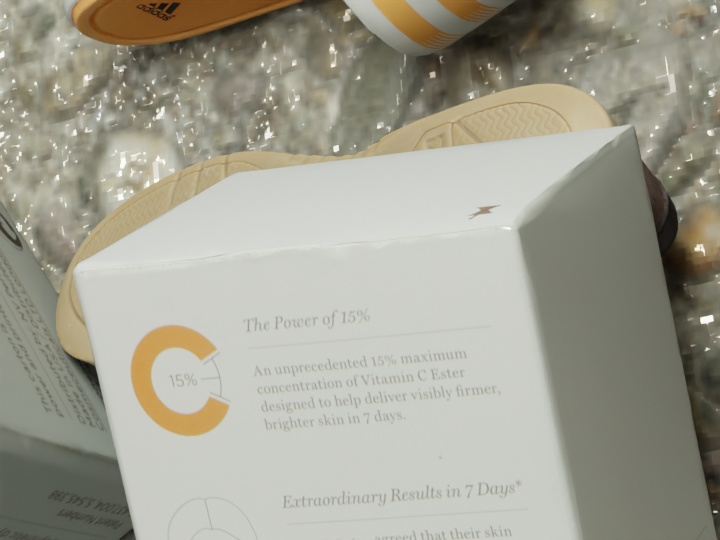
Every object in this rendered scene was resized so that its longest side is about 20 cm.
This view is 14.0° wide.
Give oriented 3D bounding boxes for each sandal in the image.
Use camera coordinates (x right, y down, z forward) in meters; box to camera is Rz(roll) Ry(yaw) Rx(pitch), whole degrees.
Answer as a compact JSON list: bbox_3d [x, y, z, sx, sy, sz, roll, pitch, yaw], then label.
[{"bbox_3d":[0.003,-0.088,0.876,0.206,0.079,0.059,-20,71,31],"label":"sandal"}]

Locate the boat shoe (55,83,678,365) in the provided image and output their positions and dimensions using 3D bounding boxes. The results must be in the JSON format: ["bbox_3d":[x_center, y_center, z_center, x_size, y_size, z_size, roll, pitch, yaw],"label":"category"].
[{"bbox_3d":[0.000,0.000,0.858,0.199,0.065,0.072,-17,54,31],"label":"boat shoe"}]

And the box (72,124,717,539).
[{"bbox_3d":[0.020,0.075,0.767,0.124,0.097,0.201,-5,105,26],"label":"box"}]

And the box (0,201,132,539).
[{"bbox_3d":[-0.202,0.028,0.878,0.171,0.200,0.199,-39,65,11],"label":"box"}]
